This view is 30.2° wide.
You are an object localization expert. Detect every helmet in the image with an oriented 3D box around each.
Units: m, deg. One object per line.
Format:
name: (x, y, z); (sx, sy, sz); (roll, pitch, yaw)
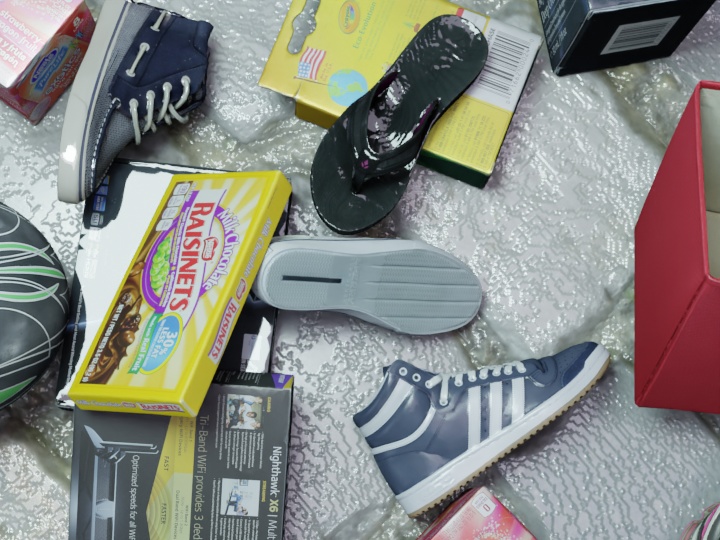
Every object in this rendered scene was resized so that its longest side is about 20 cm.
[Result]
helmet: (-0.316, 0.029, 0.965); (0.191, 0.200, 0.200); (-19, 80, 25)

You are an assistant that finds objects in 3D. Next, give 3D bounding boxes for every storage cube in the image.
storage cube: (0.304, -0.005, 0.970); (0.171, 0.180, 0.200); (8, 55, -1)

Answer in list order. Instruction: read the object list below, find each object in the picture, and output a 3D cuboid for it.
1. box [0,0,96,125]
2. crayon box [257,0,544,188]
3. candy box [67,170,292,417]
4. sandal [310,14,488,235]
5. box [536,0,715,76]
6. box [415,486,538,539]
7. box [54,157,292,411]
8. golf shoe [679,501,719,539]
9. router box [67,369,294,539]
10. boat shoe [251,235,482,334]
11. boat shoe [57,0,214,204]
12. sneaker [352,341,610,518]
box: (-0.314, -0.221, 1.051); (0.200, 0.103, 0.095); (37, 81, 5)
crayon box: (0.032, -0.163, 1.078); (0.200, 0.051, 0.127); (22, 80, 2)
candy box: (-0.126, 0.012, 0.953); (0.102, 0.026, 0.200); (1, 54, 28)
sandal: (0.026, -0.119, 1.015); (0.075, 0.048, 0.201); (32, 77, 6)
box: (0.195, -0.278, 1.054); (0.107, 0.148, 0.200); (-10, 80, -4)
box: (0.051, 0.262, 0.981); (0.200, 0.095, 0.100); (-44, 85, -8)
box: (-0.143, 0.019, 1.044); (0.160, 0.044, 0.200); (7, 80, 0)
golf shoe: (0.320, 0.163, 1.010); (0.073, 0.092, 0.200); (34, 79, 6)
router box: (-0.133, 0.172, 0.986); (0.157, 0.052, 0.200); (5, 97, 0)
boat shoe: (0.000, 0.000, 1.026); (0.200, 0.067, 0.074); (12, 102, -31)
boat shoe: (-0.170, -0.130, 1.029); (0.093, 0.075, 0.200); (10, 56, -3)
sneaker: (0.088, 0.090, 1.026); (0.200, 0.070, 0.109); (-36, 85, -4)
